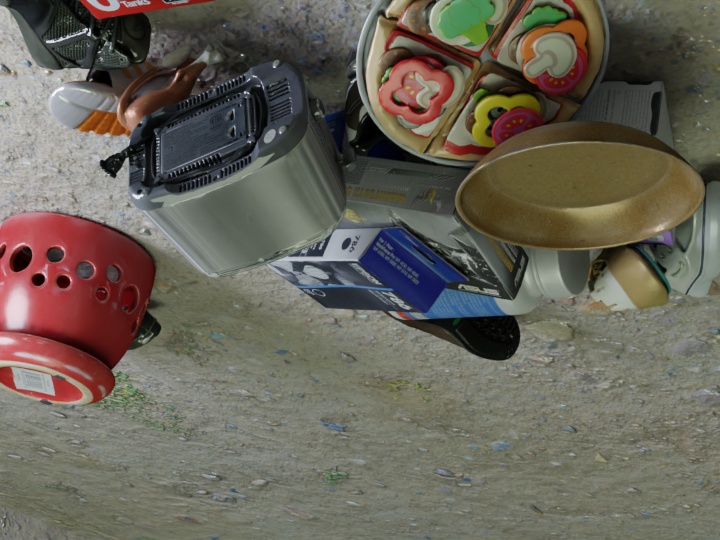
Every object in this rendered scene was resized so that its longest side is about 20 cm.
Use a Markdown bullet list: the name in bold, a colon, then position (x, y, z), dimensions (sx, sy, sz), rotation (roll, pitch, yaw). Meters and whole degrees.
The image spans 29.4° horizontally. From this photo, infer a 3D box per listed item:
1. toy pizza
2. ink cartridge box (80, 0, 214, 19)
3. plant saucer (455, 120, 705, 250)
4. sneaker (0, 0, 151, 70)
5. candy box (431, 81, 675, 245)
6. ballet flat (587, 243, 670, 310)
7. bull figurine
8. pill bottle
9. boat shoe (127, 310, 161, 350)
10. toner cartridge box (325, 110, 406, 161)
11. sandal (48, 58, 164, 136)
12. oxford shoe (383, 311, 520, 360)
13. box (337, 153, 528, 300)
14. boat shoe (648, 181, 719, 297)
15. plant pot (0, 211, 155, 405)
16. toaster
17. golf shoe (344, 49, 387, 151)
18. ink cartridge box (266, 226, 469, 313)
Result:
- **toy pizza**: position (0.095, -0.158, 1.052), dimensions (0.197, 0.032, 0.202), rotation (-3, 130, -4)
- **ink cartridge box**: position (-0.150, -0.272, 0.968), dimensions (0.198, 0.085, 0.176), rotation (-2, 151, 30)
- **plant saucer**: position (0.175, -0.071, 1.102), dimensions (0.197, 0.036, 0.201), rotation (1, 157, 1)
- **sneaker**: position (-0.234, -0.226, 1.122), dimensions (0.113, 0.077, 0.200), rotation (6, 158, 9)
- **candy box**: position (0.173, -0.093, 1.211), dimensions (0.197, 0.072, 0.168), rotation (2, 155, 20)
- **ballet flat**: position (0.251, 0.013, 1.309), dimensions (0.069, 0.063, 0.200), rotation (53, -174, 1)
- **bull figurine**: position (-0.132, -0.123, 1.235), dimensions (0.065, 0.121, 0.200), rotation (50, -173, 36)
- **pill bottle**: position (0.121, -0.010, 1.365), dimensions (0.198, 0.114, 0.112), rotation (-3, 152, 32)
- **boat shoe**: position (-0.338, 0.090, 1.840), dimensions (0.067, 0.073, 0.199), rotation (31, 148, -27)
- **toner cartridge box**: position (-0.060, -0.095, 1.351), dimensions (0.198, 0.044, 0.095), rotation (-11, 145, 41)
- **sandal**: position (-0.199, -0.161, 1.269), dimensions (0.205, 0.060, 0.079), rotation (6, 160, -45)
- **oxford shoe**: position (0.098, 0.045, 1.566), dimensions (0.198, 0.073, 0.084), rotation (27, 168, -25)
- **box**: position (0.038, -0.043, 1.260), dimensions (0.198, 0.049, 0.158), rotation (11, 158, 32)
- **boat shoe**: position (0.306, -0.022, 1.296), dimensions (0.066, 0.074, 0.201), rotation (5, 155, 10)
- **plant pot**: position (-0.359, 0.054, 1.649), dimensions (0.197, 0.185, 0.201), rotation (8, 156, 4)
- **toaster**: position (-0.104, -0.076, 1.149), dimensions (0.198, 0.115, 0.130), rotation (-22, 137, 14)
- **golf shoe**: position (0.072, -0.144, 1.127), dimensions (0.198, 0.096, 0.078), rotation (-10, 147, 37)
- **ink cartridge box**: position (0.000, 0.000, 1.287), dimensions (0.099, 0.040, 0.199), rotation (36, 157, -32)
